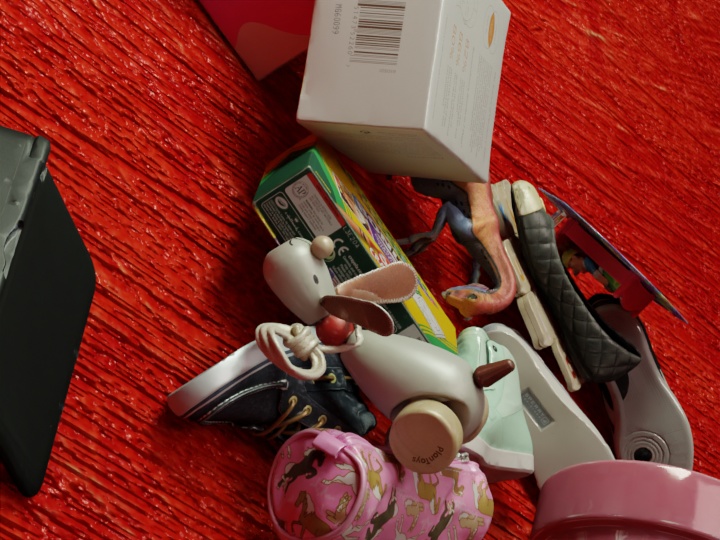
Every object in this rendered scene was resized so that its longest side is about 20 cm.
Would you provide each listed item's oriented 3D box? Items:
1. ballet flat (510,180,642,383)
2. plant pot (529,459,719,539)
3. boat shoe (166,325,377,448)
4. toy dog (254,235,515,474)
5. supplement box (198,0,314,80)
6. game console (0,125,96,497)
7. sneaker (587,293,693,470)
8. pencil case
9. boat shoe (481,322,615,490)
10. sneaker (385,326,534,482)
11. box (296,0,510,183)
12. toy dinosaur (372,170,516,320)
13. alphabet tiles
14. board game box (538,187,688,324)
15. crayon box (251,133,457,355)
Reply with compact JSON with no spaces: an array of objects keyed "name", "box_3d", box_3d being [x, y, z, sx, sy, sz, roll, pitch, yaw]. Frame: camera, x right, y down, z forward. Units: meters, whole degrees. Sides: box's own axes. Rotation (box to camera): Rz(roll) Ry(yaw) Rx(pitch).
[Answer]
[{"name":"ballet flat","box_3d":[0.184,0.007,1.661,0.201,0.057,0.066,62,13,-14]},{"name":"plant pot","box_3d":[0.224,0.273,1.500,0.200,0.200,0.180,36,54,-35]},{"name":"boat shoe","box_3d":[-0.053,0.096,1.331,0.091,0.071,0.200,61,29,7]},{"name":"toy dog","box_3d":[0.028,0.047,1.309,0.200,0.096,0.132,39,23,-20]},{"name":"supplement box","box_3d":[-0.047,-0.260,1.595,0.101,0.103,0.200,53,34,-15]},{"name":"game console","box_3d":[-0.252,0.013,1.163,0.175,0.117,0.200,17,44,-10]},{"name":"sneaker","box_3d":[0.263,0.113,1.780,0.112,0.073,0.201,-65,138,-75]},{"name":"pencil case","box_3d":[0.016,0.162,1.343,0.200,0.083,0.087,17,63,-56]},{"name":"boat shoe","box_3d":[0.159,0.131,1.623,0.200,0.072,0.069,50,15,-3]},{"name":"sneaker","box_3d":[0.071,0.101,1.499,0.200,0.074,0.119,20,58,-60]},{"name":"box","box_3d":[0.038,-0.164,1.498,0.200,0.106,0.153,30,67,-71]},{"name":"toy dinosaur","box_3d":[0.082,-0.050,1.583,0.105,0.201,0.182,1,32,-38]},{"name":"alphabet tiles","box_3d":[0.157,0.012,1.702,0.196,0.015,0.200,66,14,0]},{"name":"board game box","box_3d":[0.215,-0.001,1.707,0.158,0.039,0.200,43,3,-9]},{"name":"crayon box","box_3d":[0.000,0.000,1.444,0.200,0.058,0.173,56,9,-10]}]
